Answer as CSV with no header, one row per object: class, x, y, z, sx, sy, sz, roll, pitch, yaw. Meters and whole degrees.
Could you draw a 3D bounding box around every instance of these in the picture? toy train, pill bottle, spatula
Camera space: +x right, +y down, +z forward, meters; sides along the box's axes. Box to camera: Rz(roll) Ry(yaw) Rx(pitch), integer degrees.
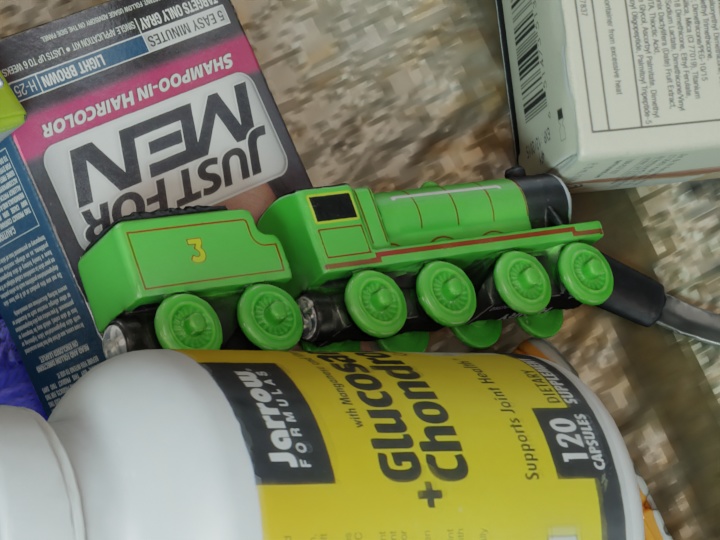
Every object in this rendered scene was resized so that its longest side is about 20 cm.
toy train,0.000,0.000,0.773,0.199,0.042,0.057,-8,71,-38
pill bottle,-0.026,0.079,0.689,0.199,0.112,0.113,2,83,-33
spatula,0.124,0.018,0.878,0.199,0.021,0.057,22,68,-5

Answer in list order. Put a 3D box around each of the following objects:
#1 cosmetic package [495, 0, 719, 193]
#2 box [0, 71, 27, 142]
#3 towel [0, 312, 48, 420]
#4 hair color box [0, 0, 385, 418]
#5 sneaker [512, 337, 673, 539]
cosmetic package,0.155,-0.089,0.863,0.199,0.087,0.104,-5,83,-10
box,-0.194,-0.053,0.753,0.200,0.048,0.122,-35,85,27
towel,-0.117,0.063,0.814,0.147,0.050,0.201,-19,87,-11
hair color box,-0.057,0.012,0.791,0.100,0.060,0.201,-25,92,-35
sneaker,0.084,0.125,0.839,0.077,0.078,0.201,-31,87,1
